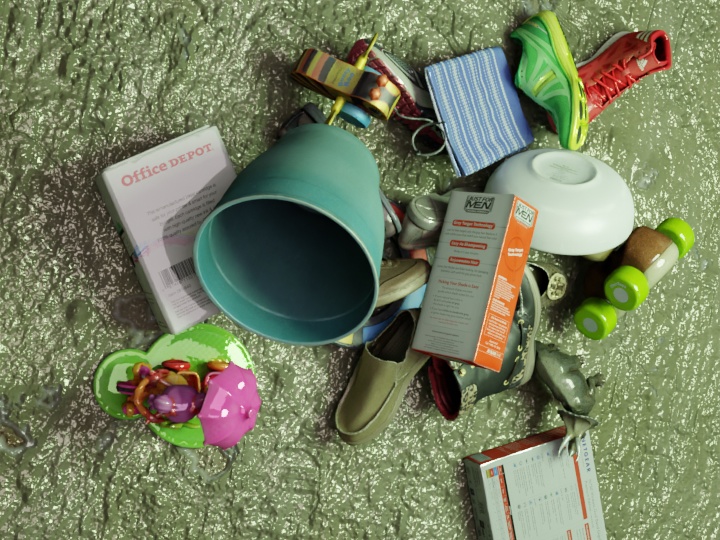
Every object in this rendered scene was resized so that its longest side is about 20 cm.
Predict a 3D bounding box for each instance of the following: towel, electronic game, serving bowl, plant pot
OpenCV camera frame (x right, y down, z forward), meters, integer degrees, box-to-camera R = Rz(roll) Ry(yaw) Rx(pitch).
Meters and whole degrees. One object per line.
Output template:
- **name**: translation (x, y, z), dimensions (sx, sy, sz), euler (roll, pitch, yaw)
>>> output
- **towel**: translation (0.158, -0.211, 1.261), dimensions (0.199, 0.024, 0.147), euler (-29, 102, -50)
- **electronic game**: translation (0.000, 0.000, 1.240), dimensions (0.197, 0.042, 0.203), euler (0, 91, -21)
- **serving bowl**: translation (0.256, -0.103, 1.244), dimensions (0.198, 0.201, 0.067), euler (-14, 130, -21)
- **plant pot**: translation (-0.061, -0.056, 1.065), dimensions (0.199, 0.200, 0.189), euler (37, 39, -18)

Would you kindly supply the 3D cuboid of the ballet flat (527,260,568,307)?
- **ballet flat**: translation (0.203, 0.011, 1.318), dimensions (0.197, 0.046, 0.068), euler (13, 87, -21)

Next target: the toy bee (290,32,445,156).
- **toy bee**: translation (0.007, -0.218, 1.143), dimensions (0.197, 0.109, 0.133), euler (7, 82, 7)

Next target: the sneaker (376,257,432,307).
- **sneaker**: translation (-0.006, 0.008, 1.180), dimensions (0.198, 0.070, 0.077), euler (-20, 101, -14)

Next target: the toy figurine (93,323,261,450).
- **toy figurine**: translation (-0.191, 0.139, 1.090), dimensions (0.197, 0.184, 0.153), euler (5, 89, -21)

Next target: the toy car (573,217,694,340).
- **toy car**: translation (0.323, -0.041, 1.333), dimensions (0.200, 0.158, 0.164), euler (46, 54, 10)

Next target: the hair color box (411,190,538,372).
- **hair color box**: translation (0.138, 0.011, 1.165), dimensions (0.061, 0.101, 0.203), euler (22, 80, -45)

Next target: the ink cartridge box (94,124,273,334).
- **ink cartridge box**: translation (-0.203, -0.048, 1.136), dimensions (0.144, 0.084, 0.202), euler (-26, 100, -20)

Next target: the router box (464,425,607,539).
- **router box**: translation (0.246, 0.335, 1.337), dimensions (0.177, 0.049, 0.203), euler (-12, 95, -21)

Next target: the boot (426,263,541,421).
- **boot**: translation (0.158, 0.088, 1.248), dimensions (0.150, 0.073, 0.202), euler (-26, 127, -33)

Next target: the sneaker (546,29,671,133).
- **sneaker**: translation (0.347, -0.269, 1.335), dimensions (0.078, 0.115, 0.200), euler (44, 75, -16)

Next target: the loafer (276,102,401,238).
- **loafer**: translation (-0.028, -0.113, 1.197), dimensions (0.063, 0.072, 0.201), euler (-35, 79, -7)

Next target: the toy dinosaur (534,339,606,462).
- **toy dinosaur**: translation (0.276, 0.144, 1.309), dimensions (0.076, 0.102, 0.202), euler (-26, 85, 25)

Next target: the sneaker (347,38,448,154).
- **sneaker**: translation (0.065, -0.231, 1.250), dimensions (0.199, 0.080, 0.075), euler (35, 63, -27)

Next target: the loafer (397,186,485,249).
- **loafer**: translation (0.127, -0.065, 1.274), dimensions (0.198, 0.063, 0.072), euler (-6, 49, -41)

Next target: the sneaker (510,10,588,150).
- **sneaker**: translation (0.255, -0.249, 1.309), dimensions (0.083, 0.074, 0.203), euler (-20, 71, 21)

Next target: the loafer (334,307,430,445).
- **loafer**: translation (0.025, 0.125, 1.216), dimensions (0.067, 0.076, 0.201), euler (35, 87, -46)
